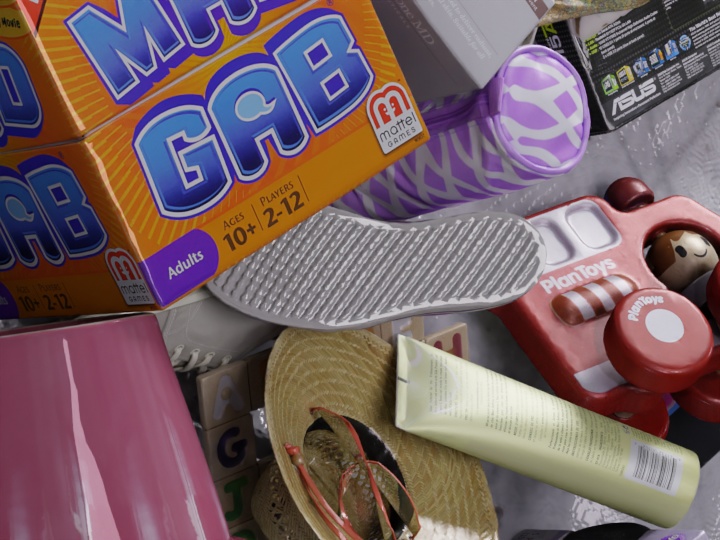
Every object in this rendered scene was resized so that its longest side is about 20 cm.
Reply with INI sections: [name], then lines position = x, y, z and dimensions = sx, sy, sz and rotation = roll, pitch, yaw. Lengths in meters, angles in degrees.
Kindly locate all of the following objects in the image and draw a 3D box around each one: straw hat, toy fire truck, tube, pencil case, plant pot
[straw hat]
position = -0.016, 0.130, 1.697
dimensions = 0.201, 0.085, 0.202
rotation = 35, 34, -28
[toy fire truck]
position = 0.179, 0.015, 1.852
dimensions = 0.199, 0.112, 0.168
rotation = -22, 63, -29
[tube]
position = 0.108, 0.099, 1.760
dimensions = 0.199, 0.058, 0.052
rotation = 22, 88, -19
[pencil case]
position = 0.043, -0.078, 1.726
dimensions = 0.085, 0.200, 0.084
rotation = 21, 66, -38
[plant pot]
position = -0.159, 0.119, 1.531
dimensions = 0.199, 0.200, 0.180
rotation = -9, 92, -34

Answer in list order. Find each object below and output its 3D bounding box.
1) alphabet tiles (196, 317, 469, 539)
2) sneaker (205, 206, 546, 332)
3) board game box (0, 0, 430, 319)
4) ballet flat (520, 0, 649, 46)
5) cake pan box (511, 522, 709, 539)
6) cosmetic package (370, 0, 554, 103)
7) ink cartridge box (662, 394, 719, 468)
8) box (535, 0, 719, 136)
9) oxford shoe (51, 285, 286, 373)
[alphabet tiles]
position = -0.009, 0.108, 1.763
dimensions = 0.199, 0.008, 0.168
rotation = -21, 117, -33
[sneaker]
position = 0.000, 0.001, 1.706
dimensions = 0.199, 0.114, 0.073
rotation = 3, 88, -10
[board game box]
position = -0.126, -0.108, 1.606
dimensions = 0.200, 0.200, 0.201
rotation = -34, 106, -31
[ballet flat]
position = 0.116, -0.170, 1.826
dimensions = 0.199, 0.071, 0.071
rotation = -12, 95, -7
[cake pan box]
position = 0.103, 0.224, 1.757
dimensions = 0.200, 0.184, 0.052
rotation = -36, 107, -29
[cosmetic package]
position = 0.005, -0.154, 1.697
dimensions = 0.107, 0.200, 0.090
rotation = 51, 62, -19
[ink cartridge box]
position = 0.225, 0.066, 1.940
dimensions = 0.200, 0.037, 0.095
rotation = -40, 109, -31
[box]
position = 0.186, -0.215, 1.919
dimensions = 0.200, 0.047, 0.194
rotation = -31, 102, -31
[oxford shoe]
position = -0.104, 0.034, 1.692
dimensions = 0.199, 0.075, 0.058
rotation = -13, 92, -39
